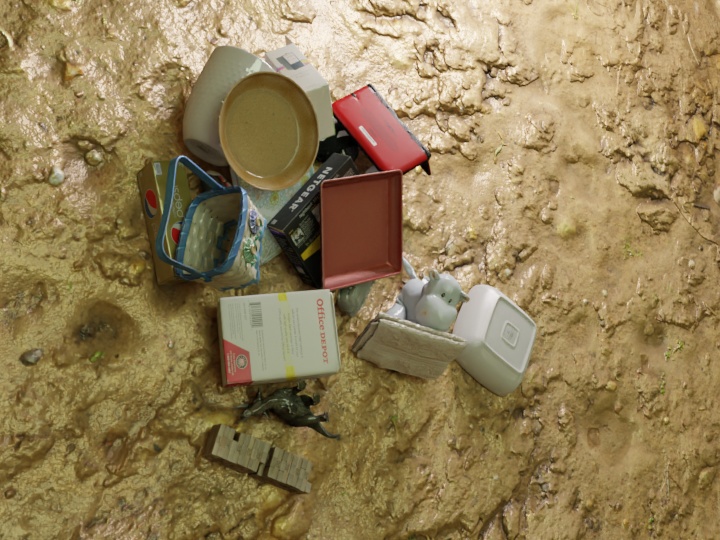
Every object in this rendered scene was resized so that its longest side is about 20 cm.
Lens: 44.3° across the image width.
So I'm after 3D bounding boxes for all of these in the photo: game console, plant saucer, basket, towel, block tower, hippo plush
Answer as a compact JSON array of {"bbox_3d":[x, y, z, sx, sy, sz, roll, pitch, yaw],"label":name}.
[{"bbox_3d":[0.043,-0.260,1.783,0.171,0.119,0.201,-32,75,-30],"label":"game console"},{"bbox_3d":[-0.004,-0.078,1.640,0.197,0.036,0.204,-13,108,-39],"label":"plant saucer"},{"bbox_3d":[-0.244,-0.067,1.424,0.199,0.137,0.179,31,56,-46],"label":"basket"},{"bbox_3d":[0.092,0.148,1.692,0.197,0.133,0.035,17,49,-16],"label":"towel"},{"bbox_3d":[-0.173,0.323,1.509,0.198,0.054,0.059,31,61,-27],"label":"block tower"},{"bbox_3d":[-0.162,-0.239,1.525,0.197,0.035,0.204,-2,93,-36],"label":"plant saucer"},{"bbox_3d":[-0.152,-0.135,1.621,0.170,0.048,0.203,-34,126,-35],"label":"towel"},{"bbox_3d":[0.150,0.077,1.755,0.159,0.160,0.202,37,58,-22],"label":"hippo plush"}]

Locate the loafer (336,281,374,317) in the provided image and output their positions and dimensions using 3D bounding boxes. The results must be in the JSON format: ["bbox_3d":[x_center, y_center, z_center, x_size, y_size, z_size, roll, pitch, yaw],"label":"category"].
[{"bbox_3d":[0.000,0.000,1.735,0.070,0.069,0.202,70,35,-46],"label":"loafer"}]

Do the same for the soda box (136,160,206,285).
[{"bbox_3d":[-0.323,-0.082,1.506,0.063,0.067,0.204,-6,80,-38],"label":"soda box"}]

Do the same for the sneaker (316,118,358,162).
[{"bbox_3d":[-0.072,-0.229,1.733,0.199,0.073,0.113,-34,96,-39],"label":"sneaker"}]

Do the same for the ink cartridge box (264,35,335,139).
[{"bbox_3d":[-0.123,-0.343,1.667,0.066,0.118,0.201,-23,48,-15],"label":"ink cartridge box"}]

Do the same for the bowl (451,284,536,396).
[{"bbox_3d":[0.299,0.145,1.905,0.199,0.074,0.202,39,58,-21],"label":"bowl"}]

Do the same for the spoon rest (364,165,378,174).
[{"bbox_3d":[0.003,-0.163,1.768,0.198,0.100,0.061,-19,55,-33],"label":"spoon rest"}]

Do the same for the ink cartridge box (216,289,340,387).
[{"bbox_3d":[-0.144,0.119,1.532,0.196,0.083,0.148,-4,77,-15],"label":"ink cartridge box"}]

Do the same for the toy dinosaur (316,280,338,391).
[{"bbox_3d":[-0.088,0.117,1.619,0.104,0.060,0.204,14,93,-3],"label":"toy dinosaur"}]

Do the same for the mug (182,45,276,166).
[{"bbox_3d":[-0.223,-0.271,1.596,0.200,0.146,0.177,40,67,-40],"label":"mug"}]

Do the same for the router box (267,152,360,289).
[{"bbox_3d":[-0.063,-0.092,1.650,0.200,0.052,0.158,-48,132,-21],"label":"router box"}]

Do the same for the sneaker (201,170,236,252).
[{"bbox_3d":[-0.249,-0.077,1.559,0.081,0.077,0.203,-21,88,-31],"label":"sneaker"}]

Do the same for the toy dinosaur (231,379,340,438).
[{"bbox_3d":[-0.116,0.243,1.557,0.198,0.101,0.078,23,63,-37],"label":"toy dinosaur"}]
